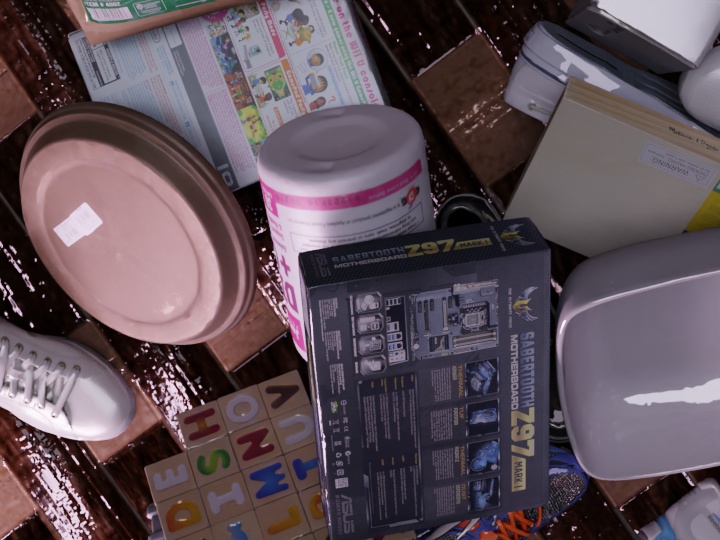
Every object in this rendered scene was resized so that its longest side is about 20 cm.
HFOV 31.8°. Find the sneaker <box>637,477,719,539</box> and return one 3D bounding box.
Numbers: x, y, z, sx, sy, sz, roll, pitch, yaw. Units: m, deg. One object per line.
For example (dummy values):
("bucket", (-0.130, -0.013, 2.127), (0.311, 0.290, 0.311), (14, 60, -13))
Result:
("sneaker", (0.303, 0.233, 0.922), (0.200, 0.075, 0.087), (43, 92, -1))

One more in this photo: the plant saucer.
("plant saucer", (-0.164, -0.024, 0.895), (0.197, 0.030, 0.202), (17, 132, 20))

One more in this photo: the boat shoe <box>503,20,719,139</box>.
("boat shoe", (0.195, -0.102, 0.901), (0.198, 0.074, 0.067), (32, 119, 5))

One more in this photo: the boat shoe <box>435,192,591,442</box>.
("boat shoe", (0.108, 0.040, 0.917), (0.070, 0.064, 0.202), (-29, 95, 8))

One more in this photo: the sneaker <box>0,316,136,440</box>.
("sneaker", (-0.265, 0.076, 0.944), (0.198, 0.085, 0.074), (26, 96, 0))

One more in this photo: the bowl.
("bowl", (0.226, 0.047, 0.858), (0.196, 0.075, 0.201), (-13, 133, 5))

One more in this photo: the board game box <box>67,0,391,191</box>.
("board game box", (-0.090, -0.138, 0.915), (0.197, 0.064, 0.150), (-20, 95, 8))

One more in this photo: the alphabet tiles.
("alphabet tiles", (-0.060, 0.164, 0.897), (0.165, 0.008, 0.202), (-20, 52, -8))

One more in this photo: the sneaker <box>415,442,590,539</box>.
("sneaker", (0.085, 0.201, 0.920), (0.199, 0.079, 0.075), (-37, 123, 8))

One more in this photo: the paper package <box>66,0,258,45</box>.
("paper package", (-0.113, -0.272, 0.845), (0.196, 0.104, 0.194), (-12, 64, 6))

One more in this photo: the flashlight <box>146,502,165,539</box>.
("flashlight", (-0.058, 0.180, 0.951), (0.197, 0.068, 0.069), (-16, 104, 1))

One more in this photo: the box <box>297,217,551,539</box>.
("box", (0.045, 0.074, 0.825), (0.155, 0.051, 0.203), (-9, 119, -7))

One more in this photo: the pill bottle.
("pill bottle", (0.000, 0.000, 0.870), (0.111, 0.114, 0.203), (-7, 120, 5))

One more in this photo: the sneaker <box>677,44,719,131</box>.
("sneaker", (0.300, -0.092, 0.813), (0.197, 0.081, 0.071), (19, 131, 11))

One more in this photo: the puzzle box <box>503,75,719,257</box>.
("puzzle box", (0.210, -0.044, 0.878), (0.197, 0.026, 0.134), (24, 141, 1))

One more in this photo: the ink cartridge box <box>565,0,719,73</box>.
("ink cartridge box", (0.224, -0.238, 0.836), (0.087, 0.145, 0.202), (30, 97, 0))
